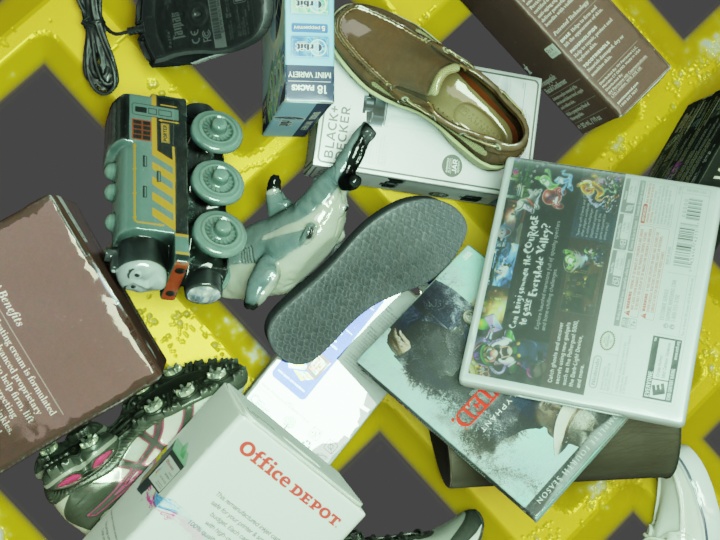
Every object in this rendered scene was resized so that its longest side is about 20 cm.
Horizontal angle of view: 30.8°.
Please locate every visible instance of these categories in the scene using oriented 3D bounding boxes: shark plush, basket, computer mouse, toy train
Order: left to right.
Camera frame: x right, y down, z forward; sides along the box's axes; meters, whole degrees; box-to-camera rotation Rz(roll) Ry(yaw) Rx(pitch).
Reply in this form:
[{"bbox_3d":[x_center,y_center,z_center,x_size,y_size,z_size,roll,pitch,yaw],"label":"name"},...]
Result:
[{"bbox_3d":[-0.160,-0.062,1.101,0.114,0.085,0.201,7,56,-18],"label":"toy train"},{"bbox_3d":[-0.161,-0.240,1.127,0.199,0.046,0.141,-13,90,26],"label":"computer mouse"},{"bbox_3d":[-0.062,-0.046,1.120,0.083,0.091,0.200,47,118,19],"label":"shark plush"},{"bbox_3d":[0.162,0.119,1.151,0.199,0.136,0.181,-11,114,-5],"label":"basket"}]

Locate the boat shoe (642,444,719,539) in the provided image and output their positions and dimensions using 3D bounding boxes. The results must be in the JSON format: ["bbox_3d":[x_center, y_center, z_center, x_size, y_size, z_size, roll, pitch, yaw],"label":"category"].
[{"bbox_3d":[0.287,0.262,1.197,0.065,0.072,0.201,-6,96,-15],"label":"boat shoe"}]

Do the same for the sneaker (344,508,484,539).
[{"bbox_3d":[0.018,0.257,1.147,0.200,0.074,0.080,-26,86,-10],"label":"sneaker"}]

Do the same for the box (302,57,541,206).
[{"bbox_3d":[0.055,-0.129,1.181,0.199,0.060,0.117,10,84,-9],"label":"box"}]

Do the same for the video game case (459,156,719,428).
[{"bbox_3d":[0.189,0.014,1.067,0.181,0.023,0.201,10,75,14],"label":"video game case"}]

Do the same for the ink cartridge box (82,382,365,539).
[{"bbox_3d":[-0.118,0.217,1.084,0.145,0.084,0.200,42,91,-23],"label":"ink cartridge box"}]

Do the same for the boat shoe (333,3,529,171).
[{"bbox_3d":[0.063,-0.165,1.116,0.202,0.075,0.075,33,81,-6],"label":"boat shoe"}]

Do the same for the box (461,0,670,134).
[{"bbox_3d":[0.176,-0.225,1.188,0.075,0.100,0.200,-43,94,-10],"label":"box"}]

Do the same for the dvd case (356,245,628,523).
[{"bbox_3d":[0.116,0.089,1.082,0.200,0.022,0.146,41,77,20],"label":"dvd case"}]

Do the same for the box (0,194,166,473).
[{"bbox_3d":[-0.282,0.061,1.050,0.200,0.164,0.166,-30,93,-6],"label":"box"}]

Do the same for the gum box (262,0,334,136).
[{"bbox_3d":[-0.056,-0.226,1.112,0.044,0.170,0.201,0,87,-11],"label":"gum box"}]

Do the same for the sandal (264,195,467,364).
[{"bbox_3d":[-0.001,0.000,1.131,0.200,0.043,0.076,-34,112,0],"label":"sandal"}]

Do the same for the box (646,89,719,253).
[{"bbox_3d":[0.294,-0.071,1.169,0.043,0.160,0.200,32,81,-5],"label":"box"}]

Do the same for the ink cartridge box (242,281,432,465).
[{"bbox_3d":[-0.013,0.075,1.169,0.099,0.039,0.200,41,82,-5],"label":"ink cartridge box"}]

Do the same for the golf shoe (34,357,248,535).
[{"bbox_3d":[-0.178,0.146,1.128,0.200,0.077,0.088,-30,113,-9],"label":"golf shoe"}]
